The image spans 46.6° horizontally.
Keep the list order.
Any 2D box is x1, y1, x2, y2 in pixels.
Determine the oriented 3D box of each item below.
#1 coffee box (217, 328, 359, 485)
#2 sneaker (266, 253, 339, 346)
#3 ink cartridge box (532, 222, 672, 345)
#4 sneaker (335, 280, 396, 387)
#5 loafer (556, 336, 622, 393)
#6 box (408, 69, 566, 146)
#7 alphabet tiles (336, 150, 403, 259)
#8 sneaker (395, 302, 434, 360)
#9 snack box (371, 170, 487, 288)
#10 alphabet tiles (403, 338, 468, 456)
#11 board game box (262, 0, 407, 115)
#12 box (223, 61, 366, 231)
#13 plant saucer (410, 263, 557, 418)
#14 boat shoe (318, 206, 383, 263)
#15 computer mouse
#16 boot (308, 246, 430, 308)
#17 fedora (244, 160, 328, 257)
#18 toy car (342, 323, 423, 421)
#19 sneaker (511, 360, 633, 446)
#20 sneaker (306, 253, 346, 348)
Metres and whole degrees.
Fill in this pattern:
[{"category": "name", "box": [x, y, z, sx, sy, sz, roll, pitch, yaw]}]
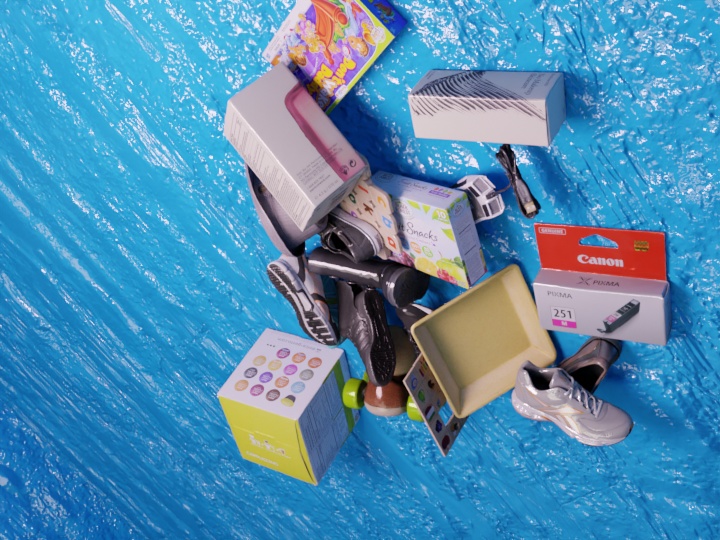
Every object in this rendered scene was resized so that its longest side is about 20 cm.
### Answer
[{"category": "coffee box", "box": [-0.142, 0.278, 1.715, 0.196, 0.199, 0.203, 12, 134, 27]}, {"category": "sneaker", "box": [-0.084, 0.046, 1.480, 0.073, 0.080, 0.202, -3, 126, 43]}, {"category": "ink cartridge box", "box": [0.352, 0.020, 1.232, 0.196, 0.044, 0.176, 7, 132, 32]}, {"category": "sneaker", "box": [0.004, 0.108, 1.473, 0.104, 0.059, 0.205, -24, 70, 53]}, {"category": "loafer", "box": [0.354, 0.178, 1.360, 0.071, 0.063, 0.202, 30, 139, 8]}, {"category": "box", "box": [0.168, -0.219, 1.115, 0.196, 0.083, 0.070, 8, 131, 29]}, {"category": "alphabet tiles", "box": [-0.002, -0.112, 1.322, 0.195, 0.014, 0.203, 38, 153, 43]}, {"category": "sneaker", "box": [0.124, 0.136, 1.435, 0.200, 0.089, 0.075, 43, 155, -27]}, {"category": "snack box", "box": [0.095, -0.067, 1.287, 0.198, 0.053, 0.145, 21, 140, 48]}, {"category": "alphabet tiles", "box": [0.152, 0.178, 1.402, 0.007, 0.201, 0.169, -4, 125, 41]}, {"category": "board game box", "box": [-0.041, -0.330, 1.192, 0.134, 0.045, 0.199, 43, 140, -6]}, {"category": "box", "box": [-0.100, -0.181, 1.243, 0.201, 0.108, 0.128, 51, 162, 2]}, {"category": "plant saucer", "box": [0.197, 0.109, 1.359, 0.202, 0.197, 0.049, 60, 179, -24]}, {"category": "boat shoe", "box": [-0.037, -0.059, 1.381, 0.199, 0.056, 0.070, 23, 144, 56]}, {"category": "computer mouse", "box": [0.178, -0.112, 1.220, 0.111, 0.044, 0.199, 55, 150, -12]}, {"category": "boot", "box": [0.000, 0.000, 1.397, 0.196, 0.164, 0.067, 20, 94, 21]}, {"category": "fedora", "box": [-0.111, -0.126, 1.364, 0.089, 0.204, 0.177, -22, 147, 14]}, {"category": "toy car", "box": [0.066, 0.152, 1.530, 0.161, 0.157, 0.206, 6, 103, 27]}, {"category": "sneaker", "box": [0.328, 0.203, 1.306, 0.196, 0.076, 0.094, 15, 134, 26]}, {"category": "sneaker", "box": [-0.073, 0.055, 1.549, 0.076, 0.080, 0.202, -7, 122, 40]}]
